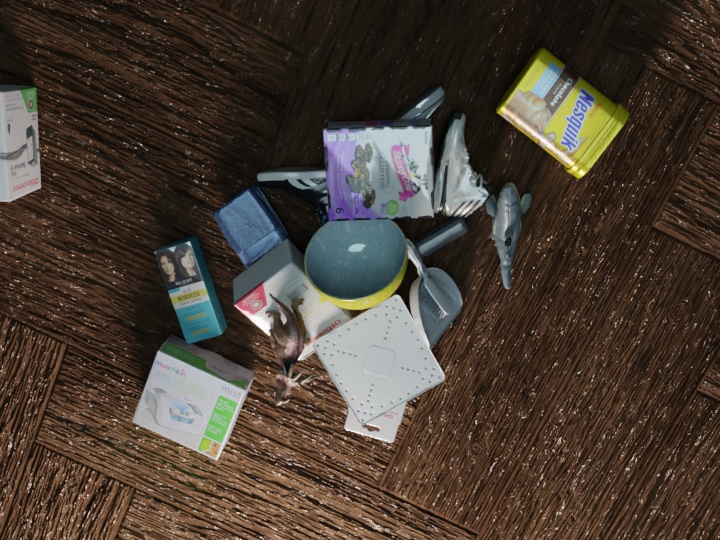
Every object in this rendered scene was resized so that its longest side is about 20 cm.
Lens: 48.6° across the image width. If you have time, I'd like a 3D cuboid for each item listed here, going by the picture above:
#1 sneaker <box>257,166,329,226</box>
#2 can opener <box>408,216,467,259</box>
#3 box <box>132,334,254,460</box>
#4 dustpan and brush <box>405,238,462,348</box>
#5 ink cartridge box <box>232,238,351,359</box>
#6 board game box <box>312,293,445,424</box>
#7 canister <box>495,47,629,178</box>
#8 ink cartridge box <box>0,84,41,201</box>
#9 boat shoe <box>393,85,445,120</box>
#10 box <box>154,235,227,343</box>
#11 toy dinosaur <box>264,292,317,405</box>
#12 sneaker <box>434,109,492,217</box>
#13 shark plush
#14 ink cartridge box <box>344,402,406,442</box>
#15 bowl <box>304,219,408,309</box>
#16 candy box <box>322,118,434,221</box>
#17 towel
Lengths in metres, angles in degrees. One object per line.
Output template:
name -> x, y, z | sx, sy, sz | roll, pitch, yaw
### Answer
sneaker -> -0.100, -0.140, 1.536 | 0.195, 0.073, 0.115 | -1, 104, 3
can opener -> 0.114, -0.054, 1.554 | 0.197, 0.053, 0.067 | -26, 106, 10
box -> -0.344, 0.261, 1.656 | 0.197, 0.097, 0.179 | 25, 108, -2
dustpan and brush -> 0.128, 0.028, 1.532 | 0.057, 0.140, 0.201 | -24, 106, 50
ink cartridge box -> -0.132, 0.061, 1.553 | 0.144, 0.084, 0.200 | -35, 125, 13
board game box -> 0.036, 0.174, 1.564 | 0.197, 0.026, 0.202 | -29, 104, 8
canister -> 0.364, -0.289, 1.455 | 0.198, 0.087, 0.150 | 36, 105, -4
ink cartridge box -> -0.679, -0.244, 1.516 | 0.082, 0.146, 0.205 | 4, 107, 2
boat shoe -> 0.090, -0.259, 1.492 | 0.199, 0.072, 0.066 | -42, 104, 14
box -> -0.343, 0.040, 1.617 | 0.081, 0.049, 0.204 | -15, 104, 8
toy dinosaur -> -0.128, 0.139, 1.472 | 0.084, 0.137, 0.203 | -6, 126, -7
sneaker -> 0.199, -0.196, 1.501 | 0.113, 0.076, 0.204 | 10, 115, 1
shark plush -> 0.271, -0.069, 1.522 | 0.089, 0.083, 0.204 | 11, 106, 1
ink cartridge box -> 0.043, 0.236, 1.632 | 0.113, 0.067, 0.204 | 15, 106, -1
bowl -> 0.000, 0.000, 1.501 | 0.196, 0.203, 0.108 | -10, 143, 7
candy box -> 0.036, -0.183, 1.450 | 0.195, 0.072, 0.172 | -2, 109, 5
towel -> -0.199, -0.059, 1.580 | 0.110, 0.049, 0.202 | -30, 102, 10
